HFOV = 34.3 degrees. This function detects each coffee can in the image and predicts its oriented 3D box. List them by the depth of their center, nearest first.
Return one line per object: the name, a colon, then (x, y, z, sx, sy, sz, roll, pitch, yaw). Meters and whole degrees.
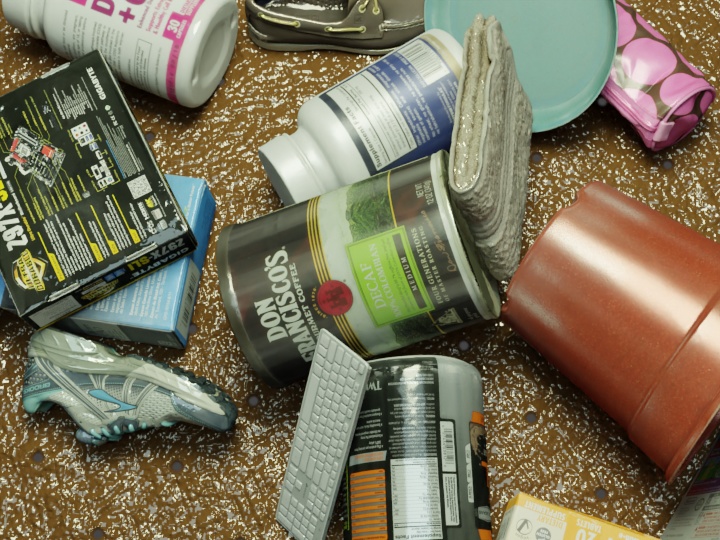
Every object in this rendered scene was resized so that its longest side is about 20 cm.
coffee can: (0.000, 0.000, 0.976, 0.199, 0.146, 0.147, -19, 72, 13)

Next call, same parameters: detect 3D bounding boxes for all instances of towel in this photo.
towel: (0.113, -0.105, 0.969, 0.034, 0.133, 0.201, -6, 54, 22)

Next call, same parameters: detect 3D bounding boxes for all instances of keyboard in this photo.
keyboard: (-0.033, 0.143, 0.949, 0.056, 0.201, 0.011, 32, 33, 30)

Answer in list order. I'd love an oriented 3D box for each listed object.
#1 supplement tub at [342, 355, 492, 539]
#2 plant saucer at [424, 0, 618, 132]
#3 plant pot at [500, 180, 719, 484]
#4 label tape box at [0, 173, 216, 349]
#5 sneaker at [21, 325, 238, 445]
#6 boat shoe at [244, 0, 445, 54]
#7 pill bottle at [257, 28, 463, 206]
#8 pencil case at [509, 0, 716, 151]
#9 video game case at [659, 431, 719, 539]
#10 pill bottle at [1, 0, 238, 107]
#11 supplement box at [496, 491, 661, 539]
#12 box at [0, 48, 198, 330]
supplement tub: (0.045, 0.178, 0.958, 0.122, 0.123, 0.201, -2, 73, 0)
plant saucer: (0.149, -0.227, 1.070, 0.200, 0.200, 0.027, 45, 41, 14)
plant pot: (0.236, 0.038, 0.974, 0.195, 0.201, 0.201, 37, 76, 20)
label tape box: (-0.244, -0.019, 1.057, 0.199, 0.063, 0.145, 8, 73, 6)
sneaker: (-0.203, 0.116, 1.018, 0.199, 0.078, 0.087, 16, 85, 13)
boat shoe: (-0.013, -0.254, 1.129, 0.199, 0.060, 0.072, -2, 72, 1)
pill bottle: (0.012, -0.125, 1.061, 0.200, 0.111, 0.111, -31, 74, -8)
pencil case: (0.234, -0.200, 1.093, 0.200, 0.091, 0.094, 45, 39, 15)
video game case: (0.302, 0.169, 0.916, 0.023, 0.200, 0.183, 33, 76, 4)
pill bottle: (-0.226, -0.240, 1.100, 0.199, 0.113, 0.114, 22, 74, 8)
supplement box: (0.154, 0.297, 0.943, 0.125, 0.074, 0.201, 18, 74, 4)
box: (-0.255, -0.073, 1.016, 0.159, 0.049, 0.201, -28, 73, -3)
